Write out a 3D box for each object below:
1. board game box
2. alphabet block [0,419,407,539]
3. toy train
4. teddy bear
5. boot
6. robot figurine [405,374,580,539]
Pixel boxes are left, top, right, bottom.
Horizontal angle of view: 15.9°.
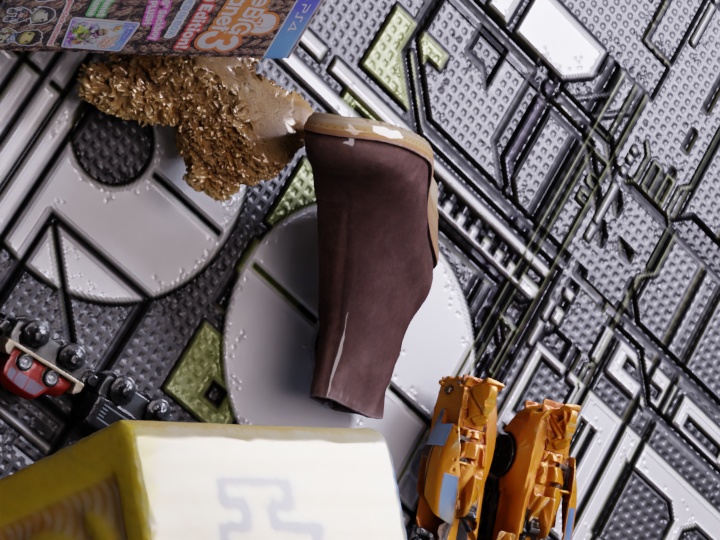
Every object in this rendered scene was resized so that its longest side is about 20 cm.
[{"bbox_3d":[-0.131,-0.218,1.513,0.199,0.097,0.160,-1,59,-28],"label":"board game box"},{"bbox_3d":[-0.099,0.203,1.453,0.200,0.195,0.197,5,66,-43],"label":"alphabet block"},{"bbox_3d":[-0.197,0.054,1.532,0.200,0.034,0.046,35,79,-29],"label":"toy train"},{"bbox_3d":[-0.116,-0.139,1.597,0.200,0.067,0.145,40,55,-19],"label":"teddy bear"},{"bbox_3d":[0.000,0.000,1.610,0.200,0.072,0.167,40,62,-66],"label":"boot"},{"bbox_3d":[0.084,0.177,1.705,0.145,0.058,0.201,17,75,-32],"label":"robot figurine"}]
